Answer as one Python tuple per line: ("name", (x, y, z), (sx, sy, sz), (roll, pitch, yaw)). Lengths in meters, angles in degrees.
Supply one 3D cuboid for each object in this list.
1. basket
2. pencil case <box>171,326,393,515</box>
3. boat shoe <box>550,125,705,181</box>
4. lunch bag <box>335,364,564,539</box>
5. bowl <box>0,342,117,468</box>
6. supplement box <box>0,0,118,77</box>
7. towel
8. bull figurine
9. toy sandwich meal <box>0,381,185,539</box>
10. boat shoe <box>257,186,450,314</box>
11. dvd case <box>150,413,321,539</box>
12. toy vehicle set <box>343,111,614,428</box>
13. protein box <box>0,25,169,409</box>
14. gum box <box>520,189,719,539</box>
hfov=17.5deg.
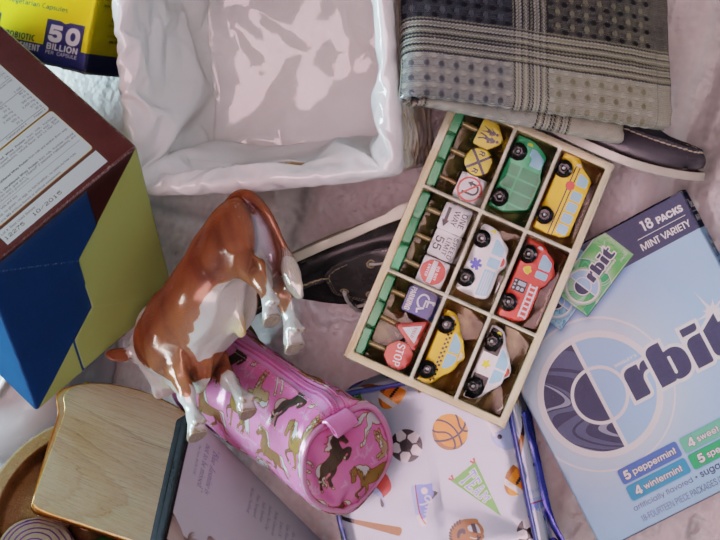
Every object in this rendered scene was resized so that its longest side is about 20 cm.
("basket", (-0.058, -0.159, 1.646), (0.197, 0.161, 0.201), (-4, 93, 13))
("pencil case", (-0.057, 0.099, 1.650), (0.200, 0.086, 0.083), (31, 87, 50))
("boat shoe", (0.157, -0.121, 1.644), (0.199, 0.073, 0.063), (25, 99, 13))
("lunch bag", (0.063, 0.167, 1.683), (0.159, 0.076, 0.201), (-12, 90, 11))
("bowl", (-0.288, 0.056, 1.747), (0.200, 0.090, 0.202), (1, 94, 12))
("supplement box", (-0.215, -0.250, 1.701), (0.108, 0.109, 0.201), (12, 95, 12))
("towel", (0.121, -0.188, 1.606), (0.199, 0.035, 0.194), (7, 69, -15))
("bull figurine", (-0.105, 0.039, 1.604), (0.122, 0.065, 0.200), (57, 134, 31))
("toy sandwich meal", (-0.180, 0.180, 1.680), (0.204, 0.070, 0.206), (3, 68, -6))
("boat shoe", (0.000, 0.000, 1.687), (0.199, 0.072, 0.068), (-20, 88, 10))
("dvd case", (-0.069, 0.209, 1.640), (0.018, 0.143, 0.200), (-32, 116, 23))
("toy vehicle set", (0.083, -0.006, 1.634), (0.124, 0.027, 0.201), (23, 89, 4))
("protein box", (-0.255, -0.050, 1.618), (0.135, 0.199, 0.200), (-41, 65, -18))
("gum box", (0.202, 0.070, 1.660), (0.169, 0.045, 0.201), (-29, 87, 13))
